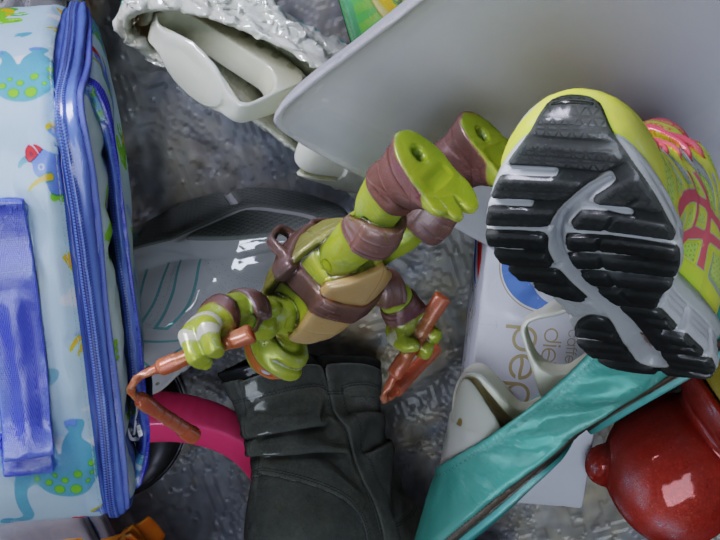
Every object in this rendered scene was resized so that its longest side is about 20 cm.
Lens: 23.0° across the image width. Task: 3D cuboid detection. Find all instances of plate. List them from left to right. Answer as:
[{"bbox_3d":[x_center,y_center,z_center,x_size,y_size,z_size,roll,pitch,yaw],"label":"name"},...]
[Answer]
[{"bbox_3d":[0.096,-0.086,0.737,0.199,0.033,0.199,26,130,-37],"label":"plate"}]

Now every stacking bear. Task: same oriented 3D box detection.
[{"bbox_3d":[0.204,0.058,0.866,0.200,0.114,0.121,-41,108,14],"label":"stacking bear"}]

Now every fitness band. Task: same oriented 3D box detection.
[{"bbox_3d":[-0.105,0.148,0.945,0.142,0.038,0.202,3,127,1],"label":"fitness band"}]

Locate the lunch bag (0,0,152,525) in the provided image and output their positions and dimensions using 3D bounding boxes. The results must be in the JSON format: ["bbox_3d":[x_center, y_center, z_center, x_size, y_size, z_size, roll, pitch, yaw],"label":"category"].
[{"bbox_3d":[-0.135,-0.003,0.749,0.081,0.161,0.202,-5,112,-4],"label":"lunch bag"}]

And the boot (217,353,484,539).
[{"bbox_3d":[0.012,0.106,0.912,0.067,0.199,0.132,-16,71,38],"label":"boot"}]

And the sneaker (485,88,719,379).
[{"bbox_3d":[0.106,-0.030,0.715,0.077,0.091,0.200,8,159,22],"label":"sneaker"}]

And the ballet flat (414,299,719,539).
[{"bbox_3d":[0.088,0.060,0.842,0.200,0.067,0.071,-40,84,16],"label":"ballet flat"}]

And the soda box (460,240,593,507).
[{"bbox_3d":[0.089,0.015,0.884,0.067,0.064,0.202,4,114,-1],"label":"soda box"}]

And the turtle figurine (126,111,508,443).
[{"bbox_3d":[0.000,0.000,0.751,0.161,0.199,0.065,-44,62,33],"label":"turtle figurine"}]

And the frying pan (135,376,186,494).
[{"bbox_3d":[-0.157,0.046,0.924,0.114,0.031,0.192,-12,117,6],"label":"frying pan"}]

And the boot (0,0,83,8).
[{"bbox_3d":[-0.149,-0.132,0.815,0.095,0.074,0.201,-27,110,20],"label":"boot"}]

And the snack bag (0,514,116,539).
[{"bbox_3d":[-0.196,0.183,0.948,0.186,0.021,0.202,-6,125,22],"label":"snack bag"}]

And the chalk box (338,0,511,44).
[{"bbox_3d":[0.034,-0.179,0.764,0.198,0.125,0.125,-14,114,6],"label":"chalk box"}]

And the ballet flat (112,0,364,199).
[{"bbox_3d":[-0.031,-0.077,0.816,0.199,0.072,0.072,33,112,7],"label":"ballet flat"}]

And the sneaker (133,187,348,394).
[{"bbox_3d":[-0.094,0.013,0.881,0.198,0.071,0.081,-14,109,9],"label":"sneaker"}]

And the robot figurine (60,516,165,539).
[{"bbox_3d":[-0.157,0.198,0.896,0.199,0.058,0.145,-24,118,31],"label":"robot figurine"}]
